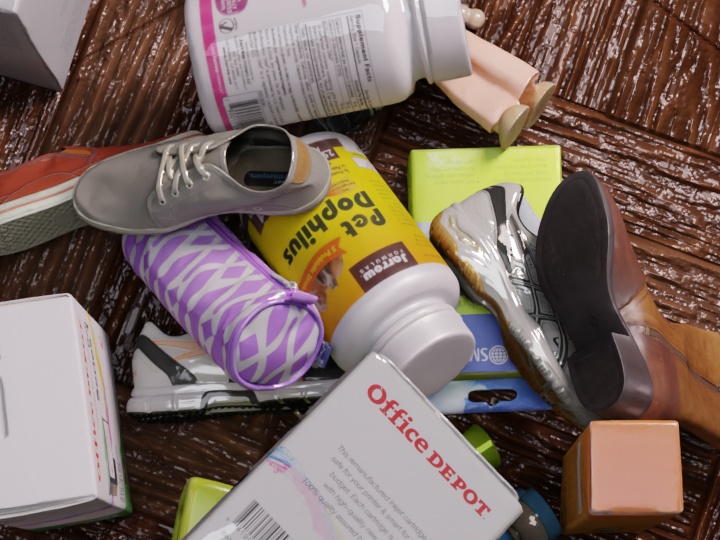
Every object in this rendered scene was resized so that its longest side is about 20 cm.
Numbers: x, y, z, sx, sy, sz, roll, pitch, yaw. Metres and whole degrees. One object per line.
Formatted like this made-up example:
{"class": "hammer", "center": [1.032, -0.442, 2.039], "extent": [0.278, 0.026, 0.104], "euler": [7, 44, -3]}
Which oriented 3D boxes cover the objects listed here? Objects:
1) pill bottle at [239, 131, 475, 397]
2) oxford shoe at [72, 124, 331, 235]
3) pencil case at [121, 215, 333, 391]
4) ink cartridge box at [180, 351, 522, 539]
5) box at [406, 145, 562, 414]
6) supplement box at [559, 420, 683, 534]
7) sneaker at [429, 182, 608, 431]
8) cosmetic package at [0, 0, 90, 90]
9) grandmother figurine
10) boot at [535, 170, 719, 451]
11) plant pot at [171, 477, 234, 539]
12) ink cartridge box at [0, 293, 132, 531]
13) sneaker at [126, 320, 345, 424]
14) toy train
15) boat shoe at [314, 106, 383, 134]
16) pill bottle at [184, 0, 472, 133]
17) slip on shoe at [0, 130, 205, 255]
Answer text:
{"class": "pill bottle", "center": [0.000, 0.000, 1.389], "extent": [0.109, 0.109, 0.201], "euler": [-33, 62, -6]}
{"class": "oxford shoe", "center": [-0.120, -0.070, 1.362], "extent": [0.198, 0.058, 0.076], "euler": [-4, 67, 16]}
{"class": "pencil case", "center": [-0.104, 0.009, 1.380], "extent": [0.200, 0.083, 0.086], "euler": [40, 118, 44]}
{"class": "ink cartridge box", "center": [-0.016, 0.176, 1.215], "extent": [0.146, 0.083, 0.200], "euler": [46, 71, 0]}
{"class": "box", "center": [0.099, 0.007, 1.448], "extent": [0.121, 0.048, 0.202], "euler": [-2, 79, 0]}
{"class": "supplement box", "center": [0.184, 0.152, 1.344], "extent": [0.066, 0.200, 0.070], "euler": [0, 76, 0]}
{"class": "sneaker", "center": [0.138, 0.023, 1.384], "extent": [0.087, 0.076, 0.201], "euler": [-33, 85, -11]}
{"class": "cosmetic package", "center": [-0.267, -0.269, 1.417], "extent": [0.122, 0.200, 0.201], "euler": [16, 80, 5]}
{"class": "grandmother figurine", "center": [0.057, -0.181, 1.466], "extent": [0.199, 0.061, 0.121], "euler": [37, 39, 12]}
{"class": "boot", "center": [0.220, 0.033, 1.379], "extent": [0.068, 0.199, 0.190], "euler": [-32, 59, 31]}
{"class": "plant pot", "center": [-0.057, 0.266, 1.329], "extent": [0.180, 0.200, 0.201], "euler": [12, 78, -4]}
{"class": "ink cartridge box", "center": [-0.224, 0.107, 1.350], "extent": [0.083, 0.200, 0.146], "euler": [-9, 80, -2]}
{"class": "sneaker", "center": [-0.080, 0.069, 1.423], "extent": [0.198, 0.074, 0.081], "euler": [-2, 75, -2]}
{"class": "toy train", "center": [0.054, 0.154, 1.408], "extent": [0.115, 0.085, 0.201], "euler": [-34, 82, -17]}
{"class": "boat shoe", "center": [-0.064, -0.189, 1.468], "extent": [0.071, 0.072, 0.200], "euler": [-42, 85, -12]}
{"class": "pill bottle", "center": [-0.022, -0.172, 1.383], "extent": [0.198, 0.113, 0.115], "euler": [-10, 80, 4]}
{"class": "slip on shoe", "center": [-0.211, -0.073, 1.451], "extent": [0.198, 0.074, 0.062], "euler": [-19, 63, -5]}
